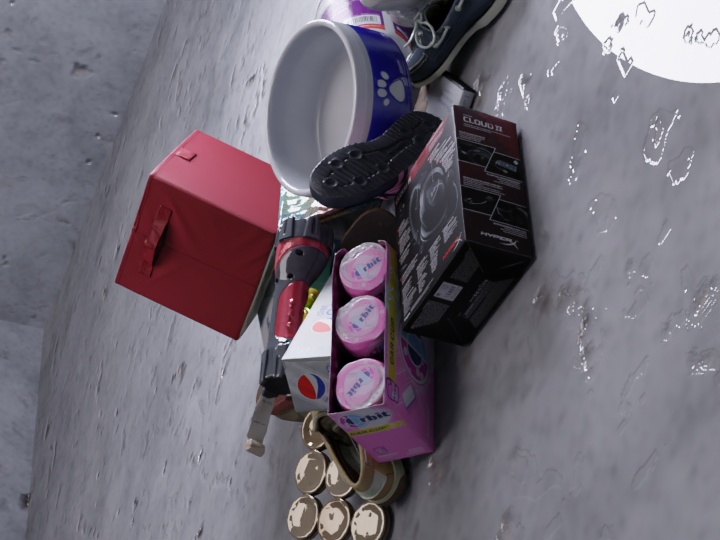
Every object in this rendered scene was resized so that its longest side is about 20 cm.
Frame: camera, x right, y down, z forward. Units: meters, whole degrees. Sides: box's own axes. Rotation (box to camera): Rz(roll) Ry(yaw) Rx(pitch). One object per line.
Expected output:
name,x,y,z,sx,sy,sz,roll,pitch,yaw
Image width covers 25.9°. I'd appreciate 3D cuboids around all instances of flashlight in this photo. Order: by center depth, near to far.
flashlight,-0.070,0.038,1.716,0.068,0.067,0.201,81,-169,-56

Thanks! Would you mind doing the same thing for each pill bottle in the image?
pill bottle,0.003,-0.294,1.952,0.201,0.112,0.113,-99,29,-51

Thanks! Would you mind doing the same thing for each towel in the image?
towel,-0.032,-0.123,1.902,0.146,0.022,0.200,-21,32,15

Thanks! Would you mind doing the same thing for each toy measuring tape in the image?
toy measuring tape,-0.077,0.112,1.760,0.074,0.073,0.201,-28,41,66

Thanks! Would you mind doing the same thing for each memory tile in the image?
memory tile,-0.012,0.198,1.692,0.153,0.017,0.201,-4,70,44

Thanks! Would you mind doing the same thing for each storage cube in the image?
storage cube,-0.185,-0.049,2.018,0.200,0.179,0.172,-56,-10,-62

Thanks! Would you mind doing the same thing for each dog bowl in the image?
dog bowl,-0.027,-0.180,1.779,0.200,0.078,0.201,-11,77,56

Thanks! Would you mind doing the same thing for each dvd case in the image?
dvd case,0.070,-0.127,1.777,0.143,0.017,0.201,-127,54,-66

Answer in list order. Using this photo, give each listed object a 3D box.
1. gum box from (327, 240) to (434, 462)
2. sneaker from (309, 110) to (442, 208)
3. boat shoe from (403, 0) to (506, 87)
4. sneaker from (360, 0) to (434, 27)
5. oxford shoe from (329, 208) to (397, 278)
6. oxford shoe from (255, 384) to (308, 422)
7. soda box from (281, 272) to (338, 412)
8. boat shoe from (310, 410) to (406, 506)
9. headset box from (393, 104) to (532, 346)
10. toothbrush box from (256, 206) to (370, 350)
gum box,0.023,0.078,1.589,0.066,0.114,0.201,-15,53,23
sneaker,0.018,-0.096,1.651,0.070,0.200,0.082,41,136,23
boat shoe,0.094,-0.275,1.729,0.200,0.062,0.075,-40,32,53
sneaker,0.056,-0.315,1.796,0.200,0.075,0.100,-35,-32,-54
oxford shoe,0.000,0.000,1.792,0.071,0.071,0.201,-74,3,-52
oxford shoe,-0.033,0.130,1.817,0.199,0.075,0.071,-21,50,44
soda box,-0.019,0.069,1.672,0.200,0.063,0.069,-61,-38,-56
boat shoe,-0.019,0.158,1.648,0.072,0.076,0.200,-52,44,16
headset box,0.097,-0.052,1.551,0.149,0.077,0.201,123,155,-44
toothbrush box,-0.052,0.016,1.925,0.147,0.085,0.201,-106,34,-58
